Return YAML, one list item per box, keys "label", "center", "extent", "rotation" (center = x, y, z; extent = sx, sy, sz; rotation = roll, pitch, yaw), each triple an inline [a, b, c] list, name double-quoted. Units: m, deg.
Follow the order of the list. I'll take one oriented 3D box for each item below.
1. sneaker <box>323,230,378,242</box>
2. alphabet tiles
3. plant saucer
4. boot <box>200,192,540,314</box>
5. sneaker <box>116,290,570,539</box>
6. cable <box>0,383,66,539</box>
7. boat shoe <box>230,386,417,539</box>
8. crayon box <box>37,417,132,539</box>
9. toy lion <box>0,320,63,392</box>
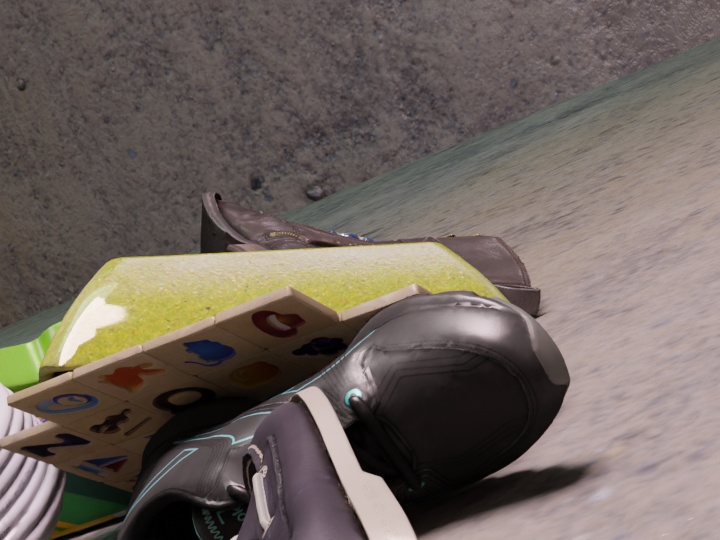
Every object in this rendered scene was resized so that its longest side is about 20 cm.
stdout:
- label: "sneaker"
  center: [-0.070, 0.030, 1.215]
  extent: [0.199, 0.077, 0.085]
  rotation: [-23, 1, -5]
- label: "alphabet tiles"
  center: [-0.038, 0.053, 0.700]
  extent: [0.199, 0.006, 0.166]
  rotation: [-21, -28, 25]
- label: "plant saucer"
  center: [-0.043, 0.025, 0.768]
  extent: [0.198, 0.048, 0.200]
  rotation: [-3, -8, -11]
- label: "boot"
  center: [0.000, 0.000, 1.009]
  extent: [0.173, 0.070, 0.200]
  rotation: [-3, 18, -16]
- label: "sneaker"
  center: [-0.012, 0.074, 0.623]
  extent: [0.199, 0.076, 0.079]
  rotation: [-28, 15, 34]
- label: "cable"
  center: [-0.228, 0.121, 0.790]
  extent: [0.199, 0.070, 0.200]
  rotation: [-11, 26, 37]
- label: "boat shoe"
  center: [-0.022, 0.082, 0.485]
  extent: [0.062, 0.073, 0.200]
  rotation: [-21, 10, -8]
- label: "crayon box"
  center: [-0.156, 0.106, 0.945]
  extent: [0.199, 0.051, 0.127]
  rotation: [-22, 6, 24]
- label: "toy lion"
  center: [-0.195, 0.082, 1.103]
  extent: [0.191, 0.069, 0.200]
  rotation: [-10, -25, -35]
